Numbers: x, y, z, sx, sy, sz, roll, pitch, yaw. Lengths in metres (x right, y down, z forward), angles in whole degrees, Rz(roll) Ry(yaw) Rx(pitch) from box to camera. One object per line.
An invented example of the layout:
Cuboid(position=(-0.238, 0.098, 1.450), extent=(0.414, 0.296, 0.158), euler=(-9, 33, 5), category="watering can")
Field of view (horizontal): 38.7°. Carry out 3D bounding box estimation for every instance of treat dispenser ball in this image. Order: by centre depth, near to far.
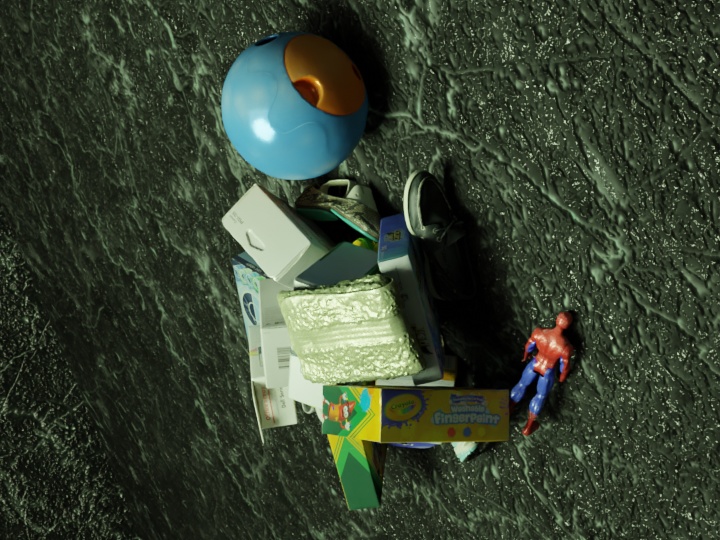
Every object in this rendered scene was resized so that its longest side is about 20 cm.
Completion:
Cuboid(position=(-0.089, -0.224, 1.401), extent=(0.201, 0.201, 0.201), euler=(37, 142, 36), category="treat dispenser ball")

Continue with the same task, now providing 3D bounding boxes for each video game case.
Cuboid(position=(0.071, 0.033, 1.410), extent=(0.200, 0.045, 0.181), euler=(-83, -24, -70), category="video game case")

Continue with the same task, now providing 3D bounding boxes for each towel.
Cuboid(position=(-0.016, 0.083, 1.344), extent=(0.200, 0.036, 0.148), euler=(-9, 110, 37), category="towel")

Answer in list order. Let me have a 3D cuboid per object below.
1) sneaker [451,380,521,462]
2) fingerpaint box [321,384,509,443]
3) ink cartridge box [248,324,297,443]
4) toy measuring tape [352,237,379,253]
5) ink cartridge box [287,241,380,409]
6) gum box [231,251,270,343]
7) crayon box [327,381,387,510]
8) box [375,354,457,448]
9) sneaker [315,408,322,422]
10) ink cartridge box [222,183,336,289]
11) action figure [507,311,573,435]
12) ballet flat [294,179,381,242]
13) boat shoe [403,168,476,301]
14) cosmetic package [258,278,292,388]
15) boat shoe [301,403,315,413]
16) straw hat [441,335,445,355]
Cuboid(position=(0.164, 0.208, 1.493), extent=(0.086, 0.078, 0.200), euler=(53, 149, 21), category="sneaker")
Cuboid(position=(0.072, 0.193, 1.385), extent=(0.167, 0.200, 0.073), euler=(-9, 79, 61), category="fingerpaint box")
Cuboid(position=(-0.153, 0.194, 1.792), extent=(0.200, 0.067, 0.117), euler=(-103, 5, -56), category="ink cartridge box")
Cuboid(position=(0.000, 0.000, 1.574), extent=(0.074, 0.074, 0.200), euler=(55, 149, 11), category="toy measuring tape")
Cuboid(position=(-0.032, 0.082, 1.473), extent=(0.083, 0.147, 0.200), euler=(18, 121, 21), category="ink cartridge box")
Cuboid(position=(-0.160, 0.081, 1.911), extent=(0.170, 0.045, 0.200), euler=(28, 136, 43), category="gum box")
Cuboid(position=(-0.003, 0.264, 1.694), extent=(0.200, 0.058, 0.173), euler=(-79, -22, -65), category="crayon box")
Cuboid(position=(0.078, 0.203, 1.586), extent=(0.119, 0.041, 0.200), euler=(7, 136, 1), category="box")
Cuboid(position=(-0.045, 0.226, 1.813), extent=(0.200, 0.085, 0.074), euler=(58, -178, -46), category="sneaker")
Cuboid(position=(-0.103, -0.035, 1.588), extent=(0.147, 0.083, 0.200), euler=(46, -173, 25), category="ink cartridge box")
Cuboid(position=(0.237, 0.129, 1.340), extent=(0.065, 0.052, 0.200), euler=(35, 135, 21), category="action figure")
Cuboid(position=(-0.025, -0.100, 1.536), extent=(0.068, 0.075, 0.200), euler=(32, 173, -40), category="ballet flat")
Cuboid(position=(0.113, -0.041, 1.368), extent=(0.066, 0.074, 0.199), euler=(19, 130, 47), category="boat shoe")
Cuboid(position=(-0.118, 0.094, 1.631), extent=(0.200, 0.085, 0.108), euler=(-104, 9, -67), category="cosmetic package")
Cuboid(position=(-0.080, 0.180, 1.848), extent=(0.074, 0.067, 0.200), euler=(29, 137, 43), category="boat shoe")
Cuboid(position=(0.037, 0.112, 1.596), extent=(0.201, 0.085, 0.201), euler=(37, 142, 36), category="straw hat")
